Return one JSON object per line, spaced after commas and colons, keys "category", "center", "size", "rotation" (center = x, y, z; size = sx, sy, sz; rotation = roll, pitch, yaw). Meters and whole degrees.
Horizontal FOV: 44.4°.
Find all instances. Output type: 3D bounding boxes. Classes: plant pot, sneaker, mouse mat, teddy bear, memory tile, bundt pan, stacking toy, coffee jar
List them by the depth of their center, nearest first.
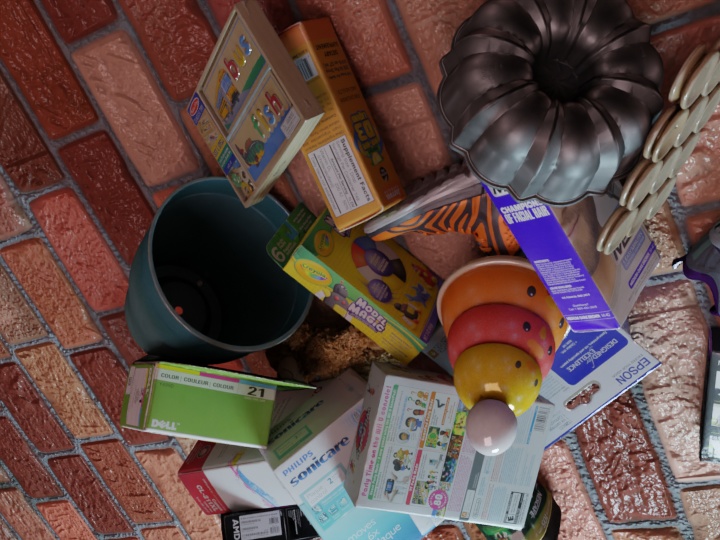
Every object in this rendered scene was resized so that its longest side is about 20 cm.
{"category": "bundt pan", "center": [0.168, -0.161, 0.746], "size": [0.200, 0.203, 0.076], "rotation": [29, 167, 1]}
{"category": "memory tile", "center": [0.273, -0.112, 0.771], "size": [0.017, 0.153, 0.202], "rotation": [35, 131, 22]}
{"category": "sneaker", "center": [0.403, 0.038, 0.868], "size": [0.200, 0.074, 0.088], "rotation": [49, 139, 6]}
{"category": "stacking toy", "center": [0.138, 0.098, 0.871], "size": [0.144, 0.201, 0.147], "rotation": [7, 135, 7]}
{"category": "sneaker", "center": [0.103, -0.047, 0.925], "size": [0.198, 0.078, 0.113], "rotation": [-22, 111, 32]}
{"category": "plant pot", "center": [-0.183, 0.023, 1.026], "size": [0.200, 0.201, 0.188], "rotation": [44, 141, -10]}
{"category": "mouse mat", "center": [-0.163, 0.122, 1.039], "size": [0.197, 0.008, 0.161], "rotation": [12, 167, -19]}
{"category": "teddy bear", "center": [-0.035, 0.102, 1.070], "size": [0.197, 0.068, 0.145], "rotation": [-3, 158, 17]}
{"category": "coffee jar", "center": [0.168, 0.273, 1.096], "size": [0.085, 0.105, 0.201], "rotation": [-29, 109, 34]}

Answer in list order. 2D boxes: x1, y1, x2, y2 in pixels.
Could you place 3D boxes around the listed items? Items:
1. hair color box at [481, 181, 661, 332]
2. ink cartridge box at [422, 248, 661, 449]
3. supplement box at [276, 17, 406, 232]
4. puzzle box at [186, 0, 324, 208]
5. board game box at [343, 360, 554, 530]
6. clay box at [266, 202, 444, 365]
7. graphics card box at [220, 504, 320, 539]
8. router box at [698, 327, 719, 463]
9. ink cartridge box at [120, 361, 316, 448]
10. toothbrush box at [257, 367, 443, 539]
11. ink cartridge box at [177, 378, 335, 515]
{"category": "hair color box", "center": [0.205, -0.052, 0.851], "size": [0.064, 0.109, 0.201], "rotation": [-12, 120, 52]}
{"category": "ink cartridge box", "center": [0.198, 0.086, 0.999], "size": [0.199, 0.047, 0.198], "rotation": [37, 127, -7]}
{"category": "supplement box", "center": [-0.027, -0.147, 0.889], "size": [0.068, 0.066, 0.202], "rotation": [-19, 98, 31]}
{"category": "puzzle box", "center": [-0.114, -0.163, 0.899], "size": [0.134, 0.025, 0.200], "rotation": [58, 149, 7]}
{"category": "board game box", "center": [0.096, 0.192, 0.964], "size": [0.197, 0.064, 0.150], "rotation": [12, 96, -15]}
{"category": "clay box", "center": [0.000, 0.000, 0.975], "size": [0.199, 0.115, 0.048], "rotation": [39, 127, -7]}
{"category": "graphics card box", "center": [-0.086, 0.335, 1.180], "size": [0.197, 0.052, 0.125], "rotation": [-7, 169, -12]}
{"category": "router box", "center": [0.463, 0.142, 0.920], "size": [0.197, 0.051, 0.151], "rotation": [4, 122, 19]}
{"category": "ink cartridge box", "center": [-0.158, 0.146, 0.948], "size": [0.146, 0.077, 0.199], "rotation": [15, 168, -27]}
{"category": "toothbrush box", "center": [-0.007, 0.242, 1.030], "size": [0.201, 0.146, 0.085], "rotation": [59, 167, -21]}
{"category": "ink cartridge box", "center": [-0.117, 0.233, 1.158], "size": [0.198, 0.146, 0.083], "rotation": [-15, 116, 30]}
